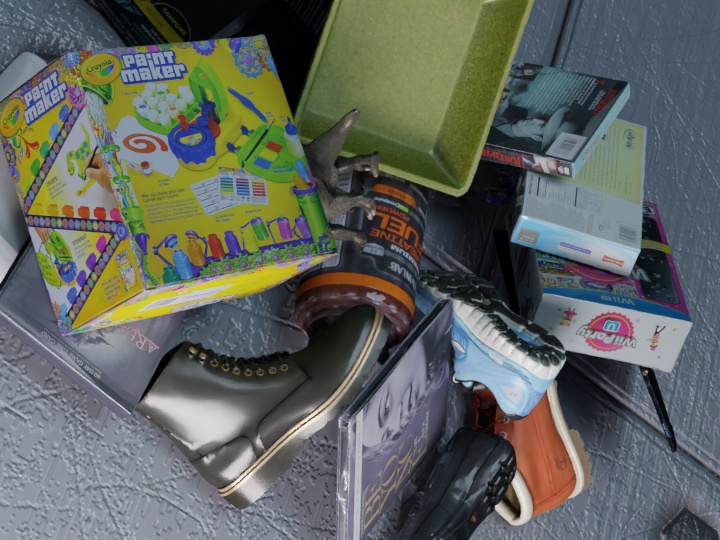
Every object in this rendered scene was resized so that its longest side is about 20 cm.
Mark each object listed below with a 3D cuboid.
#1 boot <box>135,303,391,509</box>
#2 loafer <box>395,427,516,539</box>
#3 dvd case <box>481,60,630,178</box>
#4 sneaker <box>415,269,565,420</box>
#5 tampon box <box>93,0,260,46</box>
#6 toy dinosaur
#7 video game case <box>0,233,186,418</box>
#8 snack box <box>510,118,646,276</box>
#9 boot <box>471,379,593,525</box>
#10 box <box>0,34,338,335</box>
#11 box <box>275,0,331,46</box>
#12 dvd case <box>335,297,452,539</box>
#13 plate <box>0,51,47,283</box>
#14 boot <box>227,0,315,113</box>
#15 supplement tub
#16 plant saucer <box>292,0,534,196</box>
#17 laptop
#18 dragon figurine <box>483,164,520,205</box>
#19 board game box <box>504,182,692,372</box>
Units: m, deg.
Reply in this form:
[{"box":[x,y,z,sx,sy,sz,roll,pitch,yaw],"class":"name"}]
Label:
[{"box":[-0.083,0.078,1.534,0.138,0.077,0.200,41,83,-15],"class":"boot"},{"box":[0.063,0.220,1.661,0.201,0.070,0.068,-51,146,-29],"class":"loafer"},{"box":[0.140,-0.154,1.816,0.146,0.200,0.022,-53,145,-42],"class":"dvd case"},{"box":[0.096,0.065,1.704,0.078,0.090,0.200,2,27,-37],"class":"sneaker"},{"box":[-0.134,-0.291,1.614,0.150,0.200,0.126,51,47,-10],"class":"tampon box"},{"box":[-0.042,-0.063,1.577,0.102,0.200,0.077,1,67,-16],"class":"toy dinosaur"},{"box":[-0.200,0.000,1.514,0.143,0.019,0.200,41,49,-21],"class":"video game case"},{"box":[0.209,-0.084,1.792,0.116,0.037,0.200,17,40,-3],"class":"snack box"},{"box":[0.133,0.137,1.751,0.107,0.075,0.200,-29,92,-39],"class":"boot"},{"box":[-0.153,-0.071,1.488,0.200,0.122,0.193,-11,80,-43],"class":"box"},{"box":[-0.029,-0.316,1.737,0.148,0.104,0.200,-22,65,-46],"class":"box"},{"box":[0.031,0.133,1.619,0.200,0.016,0.149,-46,146,-49],"class":"dvd case"},{"box":[-0.248,-0.057,1.530,0.200,0.032,0.200,47,47,-16],"class":"plate"},{"box":[-0.055,-0.144,1.702,0.200,0.076,0.168,47,44,-6],"class":"boot"},{"box":[0.000,0.000,1.668,0.107,0.107,0.200,26,56,-30],"class":"supplement tub"},{"box":[0.037,-0.186,1.638,0.200,0.048,0.200,17,94,-35],"class":"plant saucer"},{"box":[0.219,0.067,1.839,0.177,0.103,0.200,-97,164,-53],"class":"laptop"},{"box":[0.188,-0.130,1.919,0.200,0.059,0.100,-21,88,-40],"class":"dragon figurine"},{"box":[0.221,0.000,1.785,0.147,0.064,0.200,11,35,-11],"class":"board game box"}]
